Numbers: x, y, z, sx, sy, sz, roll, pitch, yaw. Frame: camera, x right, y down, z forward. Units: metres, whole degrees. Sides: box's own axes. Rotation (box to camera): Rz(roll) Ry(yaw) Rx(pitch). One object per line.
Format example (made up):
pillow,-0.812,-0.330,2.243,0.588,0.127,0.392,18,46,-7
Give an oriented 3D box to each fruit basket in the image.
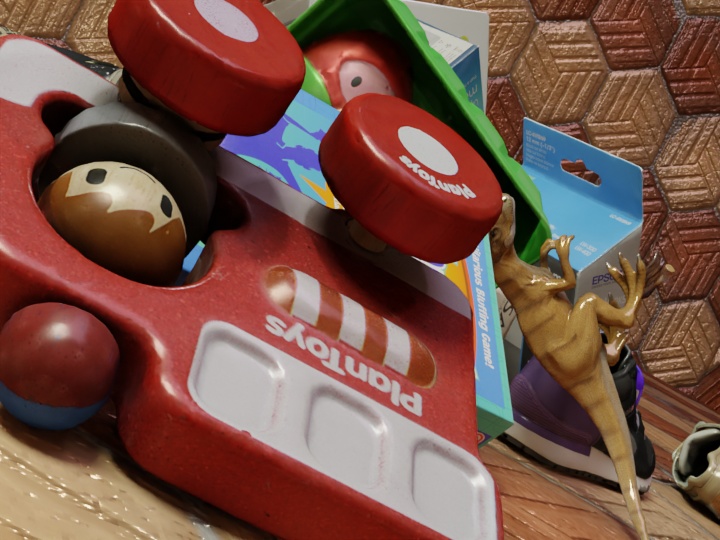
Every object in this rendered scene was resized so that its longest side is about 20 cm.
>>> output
fruit basket,0.000,-0.053,0.739,0.215,0.155,0.217,38,32,-29

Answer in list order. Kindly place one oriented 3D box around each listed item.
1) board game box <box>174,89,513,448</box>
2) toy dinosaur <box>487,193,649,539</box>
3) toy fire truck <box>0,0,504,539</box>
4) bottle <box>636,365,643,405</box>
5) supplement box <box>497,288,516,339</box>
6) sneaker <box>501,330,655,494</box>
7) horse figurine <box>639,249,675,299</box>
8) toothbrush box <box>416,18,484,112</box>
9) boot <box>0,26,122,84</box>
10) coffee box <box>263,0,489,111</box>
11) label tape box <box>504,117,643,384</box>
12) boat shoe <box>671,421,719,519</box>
board game box,-0.019,-0.013,0.589,0.199,0.045,0.153,27,41,-30
toy dinosaur,0.124,0.048,0.701,0.201,0.106,0.060,58,-35,1
toy fire truck,-0.042,0.004,0.391,0.199,0.112,0.168,30,28,-16
bottle,0.202,0.096,1.160,0.083,0.066,0.200,21,0,30
supplement box,0.000,0.000,0.897,0.199,0.074,0.126,26,4,-26
sneaker,0.164,0.090,0.821,0.075,0.088,0.200,31,4,32
horse figurine,0.206,0.023,1.160,0.199,0.133,0.050,-2,57,-35
toothbrush box,0.029,-0.083,1.027,0.085,0.146,0.201,32,-32,32
boot,-0.239,-0.144,1.061,0.152,0.074,0.204,20,-7,7
coffee box,-0.007,-0.154,1.227,0.196,0.202,0.200,2,1,-27
label tape box,0.136,0.003,0.935,0.066,0.202,0.143,-13,27,-28
boat shoe,0.295,0.155,1.014,0.068,0.075,0.200,34,5,2
